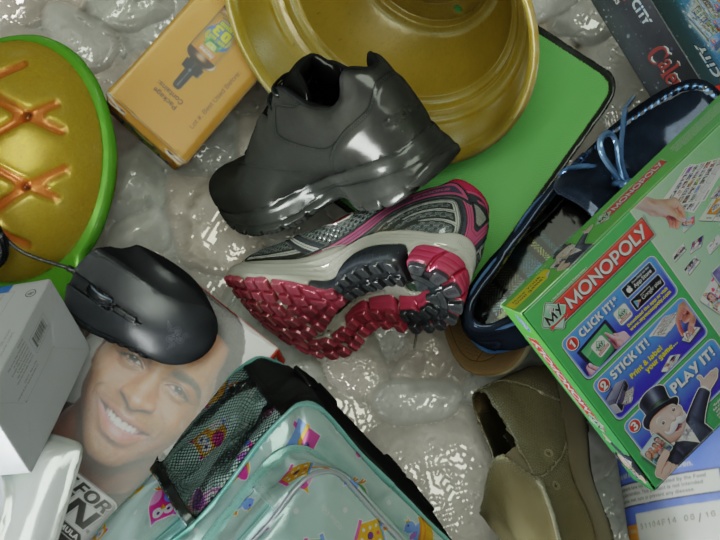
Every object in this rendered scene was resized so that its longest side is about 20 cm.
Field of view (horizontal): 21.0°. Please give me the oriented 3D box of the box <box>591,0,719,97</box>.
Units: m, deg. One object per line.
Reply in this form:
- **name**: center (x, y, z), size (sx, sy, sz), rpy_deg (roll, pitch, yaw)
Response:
- **box**: center (0.237, -0.104, 1.177), size (0.136, 0.038, 0.201), rpy_deg (-20, 76, -45)

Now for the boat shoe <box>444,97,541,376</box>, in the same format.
- **boat shoe**: center (0.091, -0.031, 1.189), size (0.071, 0.064, 0.202), rpy_deg (-2, 75, 23)

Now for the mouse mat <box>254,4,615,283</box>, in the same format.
- **mouse mat**: center (0.042, -0.098, 1.191), size (0.200, 0.008, 0.161), rpy_deg (37, 93, 28)

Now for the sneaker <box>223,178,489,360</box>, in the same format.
- **sneaker**: center (0.000, 0.000, 1.149), size (0.081, 0.199, 0.075), rpy_deg (46, 55, -30)

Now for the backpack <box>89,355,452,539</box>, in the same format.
- **backpack**: center (-0.058, 0.180, 1.107), size (0.200, 0.153, 0.176), rpy_deg (-41, 119, 2)

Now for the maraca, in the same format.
- **maraca**: center (-0.208, -0.044, 1.183), size (0.136, 0.107, 0.202), rpy_deg (-4, 86, 26)

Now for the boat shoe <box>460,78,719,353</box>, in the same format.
- **boat shoe**: center (0.138, -0.025, 1.096), size (0.084, 0.069, 0.200), rpy_deg (40, 94, 13)

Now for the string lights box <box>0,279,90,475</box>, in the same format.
- **string lights box**: center (-0.268, 0.070, 1.127), size (0.199, 0.059, 0.103), rpy_deg (-8, 38, 25)

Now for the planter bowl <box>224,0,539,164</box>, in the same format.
- **planter bowl**: center (0.025, -0.167, 1.143), size (0.199, 0.201, 0.084), rpy_deg (28, 45, 6)

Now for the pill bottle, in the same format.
- **pill bottle**: center (0.201, 0.068, 1.149), size (0.111, 0.112, 0.202), rpy_deg (-8, 80, 0)

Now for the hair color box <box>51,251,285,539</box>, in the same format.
- **hair color box**: center (-0.146, 0.100, 1.178), size (0.101, 0.061, 0.200), rpy_deg (36, 82, 8)

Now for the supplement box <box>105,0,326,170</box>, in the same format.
- **supplement box**: center (-0.074, -0.158, 1.215), size (0.066, 0.069, 0.200), rpy_deg (42, 81, -8)

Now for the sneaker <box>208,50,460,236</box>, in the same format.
- **sneaker**: center (-0.028, -0.079, 1.134), size (0.076, 0.199, 0.091), rpy_deg (-42, 108, -38)

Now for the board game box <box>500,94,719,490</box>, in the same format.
- **board game box**: center (0.189, 0.002, 1.062), size (0.200, 0.029, 0.135), rpy_deg (-42, 109, -10)

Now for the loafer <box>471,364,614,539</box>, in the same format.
- **loafer**: center (0.104, 0.143, 1.132), size (0.067, 0.076, 0.201), rpy_deg (-2, 48, -6)

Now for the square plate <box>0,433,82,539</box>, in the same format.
- **square plate**: center (-0.259, 0.177, 1.127), size (0.197, 0.028, 0.202), rpy_deg (10, 80, 40)

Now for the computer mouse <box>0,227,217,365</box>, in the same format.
- **computer mouse**: center (-0.175, 0.000, 1.126), size (0.199, 0.034, 0.059), rpy_deg (24, 108, -5)
